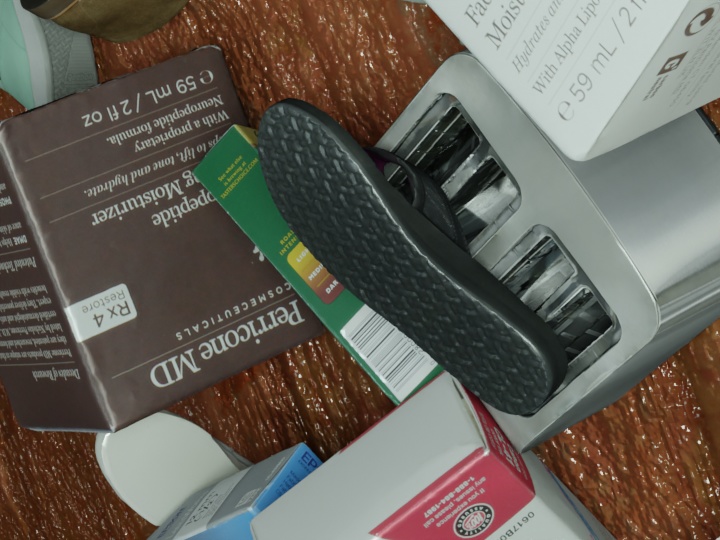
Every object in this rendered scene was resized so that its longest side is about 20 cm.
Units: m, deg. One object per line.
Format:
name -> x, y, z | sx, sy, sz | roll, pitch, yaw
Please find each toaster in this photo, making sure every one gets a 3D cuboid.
toaster -> 0.106, -0.025, 0.991 | 0.181, 0.119, 0.200 | 55, 140, 10

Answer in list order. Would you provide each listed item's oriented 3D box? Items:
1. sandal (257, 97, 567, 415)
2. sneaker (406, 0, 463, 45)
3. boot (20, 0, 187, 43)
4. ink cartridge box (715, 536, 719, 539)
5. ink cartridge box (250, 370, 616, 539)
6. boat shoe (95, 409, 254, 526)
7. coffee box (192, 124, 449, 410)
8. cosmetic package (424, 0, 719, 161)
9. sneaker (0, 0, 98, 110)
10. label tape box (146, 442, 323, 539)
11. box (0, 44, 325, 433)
sandal -> 0.027, -0.011, 0.965 | 0.200, 0.048, 0.075 | 45, 139, 3
sneaker -> 0.015, -0.194, 1.004 | 0.200, 0.092, 0.076 | 39, 172, 29
boot -> -0.123, -0.204, 1.205 | 0.200, 0.075, 0.074 | -24, 50, 38
ink cartridge box -> 0.261, 0.208, 0.981 | 0.200, 0.076, 0.148 | 53, 141, 16
ink cartridge box -> 0.059, 0.173, 1.059 | 0.200, 0.148, 0.086 | 45, -171, -31
boat shoe -> -0.107, 0.141, 1.299 | 0.068, 0.200, 0.072 | 23, 87, 52
coffee box -> 0.000, 0.000, 1.122 | 0.044, 0.123, 0.200 | -48, 69, 15
cosmetic package -> 0.116, -0.190, 0.850 | 0.200, 0.165, 0.165 | 49, 139, 18
sneaker -> -0.244, -0.202, 1.317 | 0.118, 0.074, 0.201 | 27, 131, 29
label tape box -> -0.057, 0.201, 1.212 | 0.143, 0.066, 0.200 | 47, 143, -11
box -> -0.157, -0.018, 1.235 | 0.164, 0.166, 0.200 | -8, 105, 60
